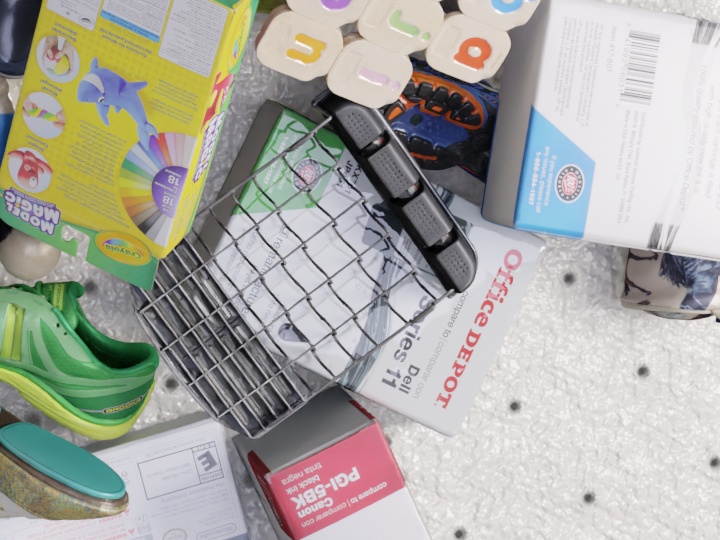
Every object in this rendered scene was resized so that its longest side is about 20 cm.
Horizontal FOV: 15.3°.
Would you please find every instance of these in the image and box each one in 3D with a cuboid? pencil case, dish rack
[{"bbox_3d":[0.229,-0.065,1.770,0.089,0.078,0.202,12,94,30],"label":"pencil case"},{"bbox_3d":[-0.038,-0.001,1.652,0.200,0.055,0.154,-37,100,-3],"label":"dish rack"}]

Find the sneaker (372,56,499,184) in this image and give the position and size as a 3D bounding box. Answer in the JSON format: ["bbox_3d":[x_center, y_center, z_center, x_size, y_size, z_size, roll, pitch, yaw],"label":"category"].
[{"bbox_3d":[0.083,-0.094,1.743,0.199,0.079,0.075,26,113,-30],"label":"sneaker"}]

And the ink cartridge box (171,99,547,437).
[{"bbox_3d":[0.000,0.000,1.729,0.199,0.083,0.147,25,91,-14],"label":"ink cartridge box"}]

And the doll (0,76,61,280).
[{"bbox_3d":[-0.261,-0.065,1.626,0.200,0.048,0.137,40,85,-13],"label":"doll"}]

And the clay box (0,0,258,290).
[{"bbox_3d":[-0.139,-0.097,1.566,0.114,0.048,0.201,26,123,10],"label":"clay box"}]

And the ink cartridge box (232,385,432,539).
[{"bbox_3d":[0.003,0.189,1.717,0.082,0.147,0.201,-26,100,-7],"label":"ink cartridge box"}]

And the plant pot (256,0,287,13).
[{"bbox_3d":[-0.042,-0.263,1.650,0.199,0.200,0.194,-1,108,-12],"label":"plant pot"}]

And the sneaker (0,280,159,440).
[{"bbox_3d":[-0.214,0.030,1.684,0.199,0.074,0.084,28,114,-22],"label":"sneaker"}]

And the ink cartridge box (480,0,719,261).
[{"bbox_3d":[0.189,-0.085,1.674,0.198,0.084,0.147,9,92,-14],"label":"ink cartridge box"}]

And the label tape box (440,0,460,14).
[{"bbox_3d":[0.095,-0.251,1.650,0.066,0.200,0.144,35,75,13],"label":"label tape box"}]

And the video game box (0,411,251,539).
[{"bbox_3d":[-0.164,0.205,1.735,0.199,0.047,0.184,-15,96,-10],"label":"video game box"}]

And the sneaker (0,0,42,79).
[{"bbox_3d":[-0.190,-0.211,1.578,0.076,0.146,0.204,7,95,-16],"label":"sneaker"}]

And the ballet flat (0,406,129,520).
[{"bbox_3d":[-0.231,0.115,1.670,0.199,0.071,0.071,31,89,18],"label":"ballet flat"}]

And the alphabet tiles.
[{"bbox_3d":[0.021,-0.190,1.575,0.195,0.015,0.201,19,118,-24],"label":"alphabet tiles"}]
